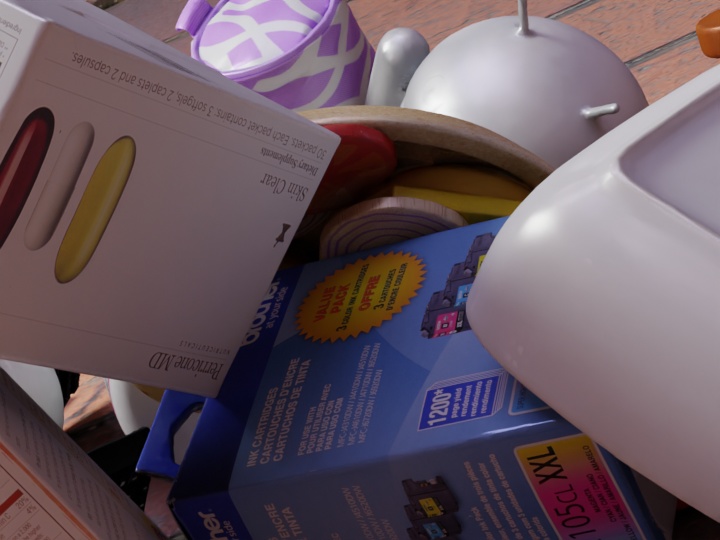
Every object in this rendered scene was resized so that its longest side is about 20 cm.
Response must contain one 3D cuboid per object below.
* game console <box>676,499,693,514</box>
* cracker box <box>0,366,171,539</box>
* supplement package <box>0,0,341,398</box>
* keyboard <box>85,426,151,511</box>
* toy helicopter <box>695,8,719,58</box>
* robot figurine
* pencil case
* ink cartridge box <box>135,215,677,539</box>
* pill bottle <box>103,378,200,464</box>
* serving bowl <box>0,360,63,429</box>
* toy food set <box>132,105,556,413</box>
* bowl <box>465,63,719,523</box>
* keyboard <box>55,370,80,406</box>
[{"bbox_3d":[0.090,0.063,1.012,0.200,0.031,0.177,-19,15,14],"label":"game console"},{"bbox_3d":[-0.118,0.091,0.885,0.058,0.200,0.134,-42,15,-1],"label":"cracker box"},{"bbox_3d":[-0.131,-0.045,0.875,0.156,0.111,0.200,29,6,27],"label":"supplement package"},{"bbox_3d":[-0.134,0.134,1.006,0.040,0.104,0.200,25,22,21],"label":"keyboard"},{"bbox_3d":[0.276,-0.113,1.270,0.200,0.079,0.132,-21,15,-7],"label":"toy helicopter"},{"bbox_3d":[0.062,-0.034,1.128,0.113,0.170,0.200,-36,-19,-35],"label":"robot figurine"},{"bbox_3d":[-0.015,-0.056,1.227,0.085,0.200,0.084,-3,44,30],"label":"pencil case"},{"bbox_3d":[0.017,0.055,0.936,0.200,0.076,0.137,-15,33,24],"label":"ink cartridge box"},{"bbox_3d":[-0.070,0.030,1.210,0.113,0.114,0.200,-25,13,-5],"label":"pill bottle"},{"bbox_3d":[-0.214,0.114,1.177,0.200,0.066,0.200,-36,-5,-3],"label":"serving bowl"},{"bbox_3d":[0.000,0.000,1.033,0.200,0.198,0.049,7,55,-8],"label":"toy food set"},{"bbox_3d":[0.160,-0.003,0.848,0.200,0.075,0.200,33,46,29],"label":"bowl"},{"bbox_3d":[-0.145,0.012,1.306,0.200,0.021,0.127,109,-178,-64],"label":"keyboard"}]
